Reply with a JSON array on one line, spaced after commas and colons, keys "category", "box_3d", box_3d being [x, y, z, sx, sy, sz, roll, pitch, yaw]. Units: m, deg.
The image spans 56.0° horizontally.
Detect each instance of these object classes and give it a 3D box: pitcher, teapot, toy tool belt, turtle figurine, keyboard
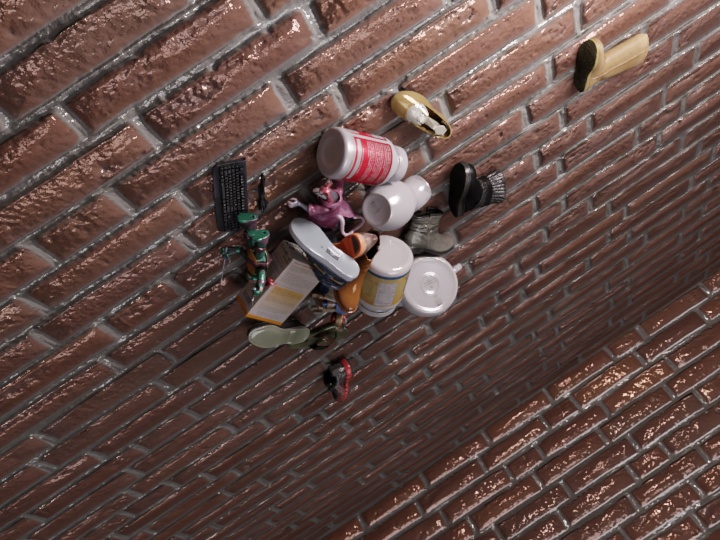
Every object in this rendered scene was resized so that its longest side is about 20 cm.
[{"category": "pitcher", "box_3d": [0.071, -0.152, 1.687, 0.172, 0.121, 0.200, -47, 170, 31]}, {"category": "teapot", "box_3d": [0.191, 0.044, 2.022, 0.198, 0.199, 0.146, 19, 173, -8]}, {"category": "toy tool belt", "box_3d": [-0.086, 0.069, 1.869, 0.121, 0.126, 0.201, 11, 130, -6]}, {"category": "turtle figurine", "box_3d": [-0.253, -0.025, 1.556, 0.100, 0.149, 0.201, -32, 146, -42]}, {"category": "keyboard", "box_3d": [-0.260, -0.166, 1.497, 0.126, 0.021, 0.201, -19, 144, -21]}]

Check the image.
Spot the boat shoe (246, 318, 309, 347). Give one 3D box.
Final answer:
[{"category": "boat shoe", "box_3d": [-0.237, 0.169, 1.890, 0.200, 0.061, 0.072, 4, 119, -43]}]

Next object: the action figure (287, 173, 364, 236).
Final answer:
[{"category": "action figure", "box_3d": [-0.074, -0.143, 1.559, 0.134, 0.149, 0.200, -47, 176, -11]}]

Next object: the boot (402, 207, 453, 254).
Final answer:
[{"category": "boot", "box_3d": [0.209, -0.114, 1.917, 0.198, 0.068, 0.132, -6, 131, -37]}]

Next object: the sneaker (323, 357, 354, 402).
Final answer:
[{"category": "sneaker", "box_3d": [-0.083, 0.376, 2.266, 0.097, 0.071, 0.202, -17, 140, -24]}]

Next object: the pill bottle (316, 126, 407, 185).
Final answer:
[{"category": "pill bottle", "box_3d": [0.008, -0.253, 1.531, 0.199, 0.113, 0.113, 3, 132, -41]}]

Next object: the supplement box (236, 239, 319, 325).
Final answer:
[{"category": "supplement box", "box_3d": [-0.194, 0.033, 1.671, 0.200, 0.074, 0.126, -47, 141, 18]}]

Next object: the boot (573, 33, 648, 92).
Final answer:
[{"category": "boot", "box_3d": [0.651, -0.561, 1.738, 0.199, 0.066, 0.176, -27, 158, -9]}]

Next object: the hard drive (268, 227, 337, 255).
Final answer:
[{"category": "hard drive", "box_3d": [-0.151, -0.035, 1.728, 0.198, 0.042, 0.135, -27, 145, -10]}]

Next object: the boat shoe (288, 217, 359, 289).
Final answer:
[{"category": "boat shoe", "box_3d": [-0.102, -0.032, 1.592, 0.091, 0.200, 0.071, -39, -168, 49]}]

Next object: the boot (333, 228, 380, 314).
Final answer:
[{"category": "boot", "box_3d": [0.000, 0.000, 1.722, 0.076, 0.202, 0.155, 19, 157, -20]}]

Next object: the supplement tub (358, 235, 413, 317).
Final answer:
[{"category": "supplement tub", "box_3d": [0.059, 0.019, 1.878, 0.143, 0.145, 0.201, -16, 142, -25]}]

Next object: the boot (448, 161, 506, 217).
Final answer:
[{"category": "boot", "box_3d": [0.325, -0.239, 1.839, 0.156, 0.080, 0.212, -19, 155, -9]}]

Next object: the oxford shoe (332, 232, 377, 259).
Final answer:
[{"category": "oxford shoe", "box_3d": [-0.034, -0.044, 1.659, 0.072, 0.072, 0.199, -16, 179, -39]}]

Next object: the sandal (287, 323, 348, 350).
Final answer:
[{"category": "sandal", "box_3d": [-0.125, 0.213, 2.041, 0.199, 0.058, 0.080, -13, 141, -29]}]

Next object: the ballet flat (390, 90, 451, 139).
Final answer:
[{"category": "ballet flat", "box_3d": [0.149, -0.357, 1.565, 0.199, 0.063, 0.069, 13, 124, -47]}]
